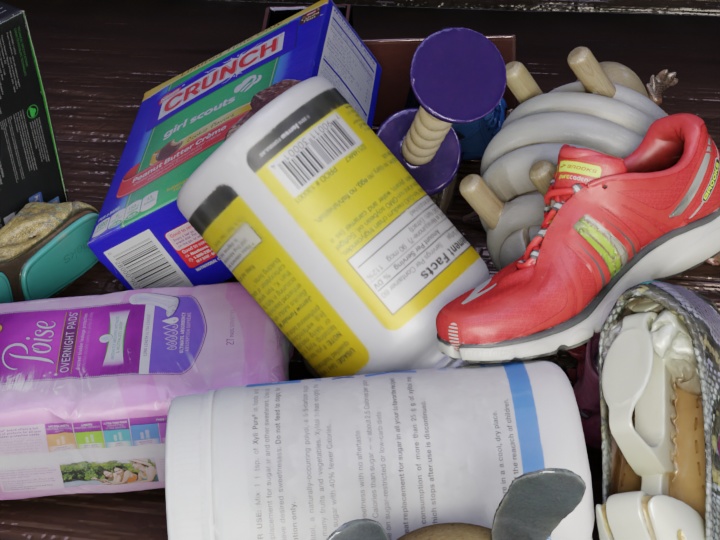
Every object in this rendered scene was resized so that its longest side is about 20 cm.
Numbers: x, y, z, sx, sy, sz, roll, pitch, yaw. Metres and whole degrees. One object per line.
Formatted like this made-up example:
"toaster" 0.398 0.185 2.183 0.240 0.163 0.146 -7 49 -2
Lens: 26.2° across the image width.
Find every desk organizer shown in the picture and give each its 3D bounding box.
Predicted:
"desk organizer" 0.023 -0.159 1.201 0.199 0.077 0.072 -1 36 4

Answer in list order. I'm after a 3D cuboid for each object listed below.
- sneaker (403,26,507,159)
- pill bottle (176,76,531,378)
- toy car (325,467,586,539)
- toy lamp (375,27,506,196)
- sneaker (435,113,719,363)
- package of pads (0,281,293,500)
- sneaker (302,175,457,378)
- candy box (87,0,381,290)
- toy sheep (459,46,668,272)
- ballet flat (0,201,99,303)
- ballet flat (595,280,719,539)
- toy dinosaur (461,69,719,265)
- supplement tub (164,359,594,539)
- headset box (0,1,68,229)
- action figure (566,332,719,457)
"sneaker" 0.077 -0.117 1.072 0.078 0.066 0.200 15 -8 -3
"pill bottle" 0.000 0.000 0.877 0.200 0.114 0.114 50 51 1
"toy car" 0.046 0.168 0.636 0.163 0.201 0.158 -15 36 -14
"toy lamp" 0.041 -0.082 0.890 0.058 0.059 0.200 -12 -8 -10
"sneaker" 0.111 -0.021 0.810 0.199 0.085 0.077 -32 24 -25
"package of pads" -0.134 0.068 0.905 0.199 0.076 0.121 -4 33 0
"sneaker" 0.019 0.001 0.998 0.070 0.076 0.201 19 60 10
"candy box" -0.080 -0.082 1.055 0.168 0.077 0.200 -25 28 21
"toy sheep" 0.128 -0.044 0.918 0.137 0.138 0.201 12 58 22
"ballet flat" -0.243 0.011 1.006 0.070 0.071 0.200 13 33 23
"ballet flat" 0.134 0.097 0.720 0.072 0.072 0.202 1 68 7
"toy dinosaur" 0.162 -0.044 1.028 0.199 0.086 0.136 -11 56 10
"supplement tub" 0.009 0.117 0.772 0.199 0.133 0.132 -4 35 -1
"headset box" -0.315 -0.113 1.092 0.199 0.175 0.093 23 44 35
"action figure" 0.169 0.096 0.843 0.200 0.134 0.149 29 89 55
